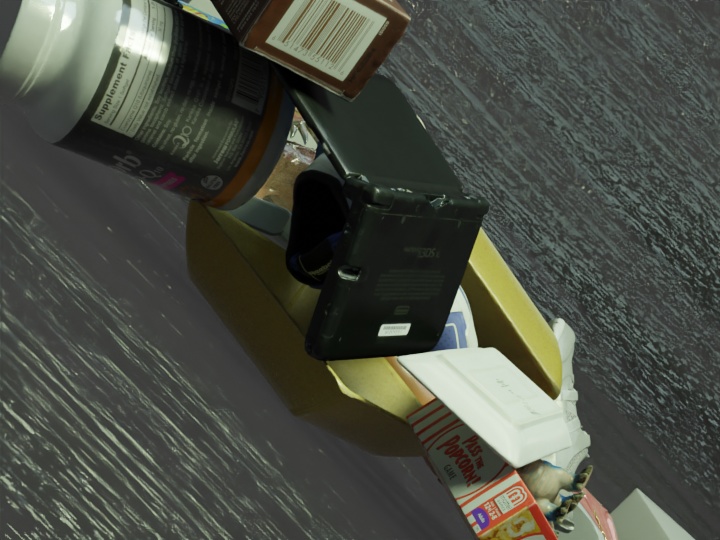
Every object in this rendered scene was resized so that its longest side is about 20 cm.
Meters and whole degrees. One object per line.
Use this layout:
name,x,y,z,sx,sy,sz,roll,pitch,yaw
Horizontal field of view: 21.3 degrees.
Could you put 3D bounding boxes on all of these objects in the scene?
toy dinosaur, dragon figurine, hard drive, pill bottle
toy dinosaur,-0.056,-0.086,1.676,0.200,0.135,0.086,39,10,-50
dragon figurine,0.115,0.160,1.438,0.099,0.059,0.200,30,-21,14
hard drive,-0.044,-0.004,1.567,0.131,0.026,0.200,22,-13,45
pill bottle,-0.151,-0.125,1.263,0.199,0.117,0.117,21,18,-26

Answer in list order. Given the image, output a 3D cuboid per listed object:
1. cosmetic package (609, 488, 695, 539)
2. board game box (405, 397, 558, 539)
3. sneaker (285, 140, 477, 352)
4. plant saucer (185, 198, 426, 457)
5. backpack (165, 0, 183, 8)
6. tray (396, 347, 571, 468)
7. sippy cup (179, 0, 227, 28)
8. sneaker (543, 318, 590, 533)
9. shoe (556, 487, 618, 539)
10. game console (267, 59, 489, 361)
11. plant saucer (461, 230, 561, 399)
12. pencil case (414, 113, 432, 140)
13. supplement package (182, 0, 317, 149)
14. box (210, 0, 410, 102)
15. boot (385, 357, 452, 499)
cosmetic package,0.293,0.305,1.790,0.107,0.085,0.200,41,10,-23
board game box,0.112,0.195,1.298,0.201,0.046,0.152,59,-1,-32
sneaker,0.000,-0.001,1.413,0.200,0.080,0.115,63,35,-10
plant saucer,-0.039,0.053,1.362,0.200,0.048,0.200,51,9,29
backpack,-0.212,-0.227,1.345,0.154,0.163,0.200,48,2,3
tray,0.093,0.086,1.312,0.107,0.022,0.200,43,11,13
sippy cup,-0.161,-0.165,1.567,0.130,0.177,0.140,31,48,-25
sneaker,0.160,0.136,1.639,0.082,0.075,0.201,26,58,-17
shoe,0.158,0.193,1.695,0.201,0.071,0.091,55,8,27
game console,-0.003,-0.041,1.305,0.116,0.177,0.200,24,10,24
plant saucer,0.077,0.028,1.607,0.201,0.048,0.200,55,-28,-4
pencil case,0.029,-0.078,1.666,0.200,0.089,0.079,73,19,-73
supplement package,-0.124,-0.208,1.908,0.191,0.147,0.200,44,7,-19
box,-0.057,-0.204,1.263,0.100,0.075,0.200,24,23,-36
boot,0.048,0.105,1.508,0.200,0.074,0.155,37,16,-43
